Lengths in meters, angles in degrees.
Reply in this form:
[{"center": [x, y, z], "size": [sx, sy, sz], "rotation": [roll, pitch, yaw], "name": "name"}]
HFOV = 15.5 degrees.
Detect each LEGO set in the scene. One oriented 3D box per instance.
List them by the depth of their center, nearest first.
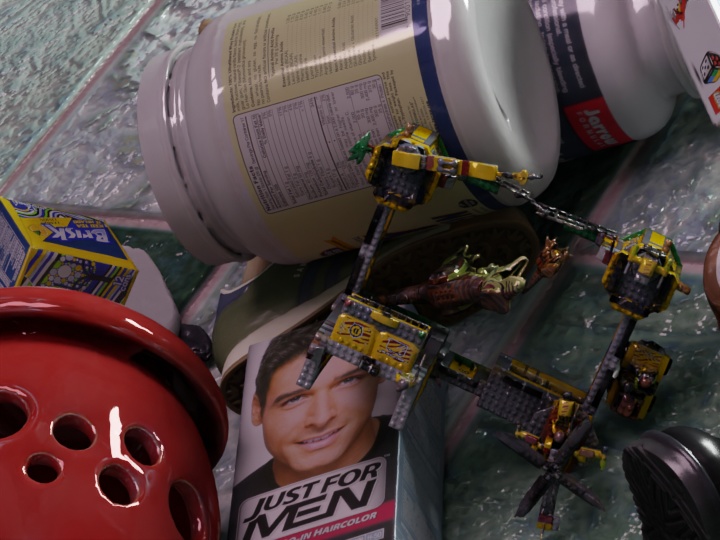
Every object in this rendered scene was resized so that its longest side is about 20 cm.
[{"center": [0.061, 0.023, 1.302], "size": [0.154, 0.199, 0.116], "rotation": [-59, -2, 17], "name": "LEGO set"}]

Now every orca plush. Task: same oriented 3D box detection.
[{"center": [-0.140, 0.069, 1.550], "size": [0.105, 0.071, 0.200], "rotation": [6, 35, -28], "name": "orca plush"}]

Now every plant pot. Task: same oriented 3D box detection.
[{"center": [-0.162, 0.120, 1.334], "size": [0.199, 0.201, 0.183], "rotation": [-11, 49, 26], "name": "plant pot"}]

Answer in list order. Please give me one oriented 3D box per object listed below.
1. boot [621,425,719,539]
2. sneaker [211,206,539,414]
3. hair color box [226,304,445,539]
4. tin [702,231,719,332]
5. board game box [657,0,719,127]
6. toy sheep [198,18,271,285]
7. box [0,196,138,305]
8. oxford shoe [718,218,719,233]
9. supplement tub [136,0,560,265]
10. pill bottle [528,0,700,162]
[{"center": [0.216, 0.060, 1.195], "size": [0.199, 0.165, 0.066], "rotation": [-34, 71, -7], "name": "boot"}, {"center": [0.000, 0.000, 1.500], "size": [0.199, 0.067, 0.090], "rotation": [-29, 39, 8], "name": "sneaker"}, {"center": [-0.011, 0.110, 1.379], "size": [0.098, 0.061, 0.201], "rotation": [-19, 35, 17], "name": "hair color box"}, {"center": [0.270, -0.018, 1.349], "size": [0.199, 0.042, 0.112], "rotation": [-22, 31, 13], "name": "tin"}, {"center": [0.209, -0.159, 1.433], "size": [0.035, 0.126, 0.201], "rotation": [-45, 53, 39], "name": "board game box"}, {"center": [-0.042, -0.084, 1.585], "size": [0.137, 0.137, 0.202], "rotation": [9, 87, 43], "name": "toy sheep"}, {"center": [-0.196, 0.066, 1.470], "size": [0.201, 0.070, 0.064], "rotation": [-66, 32, 19], "name": "box"}, {"center": [0.221, -0.016, 1.273], "size": [0.075, 0.070, 0.200], "rotation": [-50, 8, 6], "name": "oxford shoe"}, {"center": [-0.006, -0.085, 1.433], "size": [0.199, 0.145, 0.146], "rotation": [-15, 37, 22], "name": "supplement tub"}, {"center": [0.118, -0.124, 1.523], "size": [0.199, 0.120, 0.120], "rotation": [-15, 37, 22], "name": "pill bottle"}]
